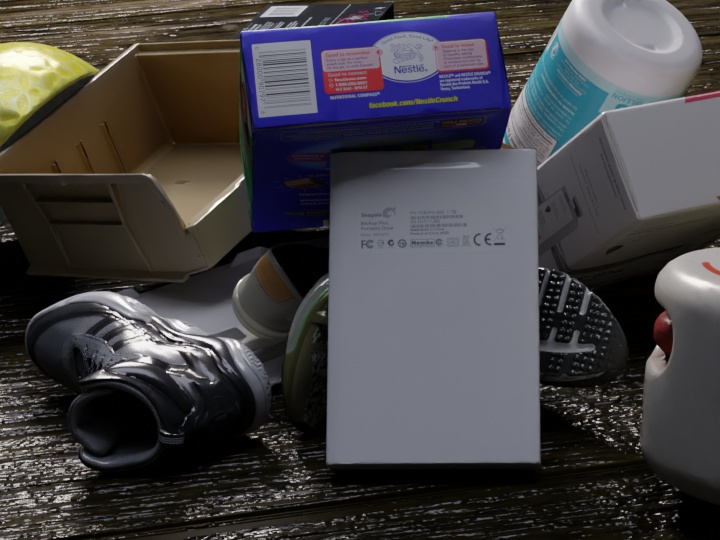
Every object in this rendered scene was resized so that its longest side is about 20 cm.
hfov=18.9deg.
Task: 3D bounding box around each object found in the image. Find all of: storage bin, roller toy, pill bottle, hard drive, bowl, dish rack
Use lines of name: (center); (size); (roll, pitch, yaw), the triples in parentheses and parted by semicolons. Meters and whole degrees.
storage bin: (-0.143, -0.085, 1.624); (0.198, 0.094, 0.200); (2, 34, 39)
roller toy: (0.255, 0.068, 1.264); (0.182, 0.140, 0.200); (-5, 15, -38)
pill bottle: (0.177, -0.119, 1.691); (0.110, 0.200, 0.111); (15, 43, -14)
hard drive: (0.046, 0.024, 1.356); (0.132, 0.201, 0.025); (-1, -15, 5)
bowl: (-0.309, -0.115, 1.723); (0.108, 0.200, 0.200); (40, 30, 5)
dish rack: (-0.088, 0.032, 1.550); (0.200, 0.044, 0.171); (-19, 25, -40)

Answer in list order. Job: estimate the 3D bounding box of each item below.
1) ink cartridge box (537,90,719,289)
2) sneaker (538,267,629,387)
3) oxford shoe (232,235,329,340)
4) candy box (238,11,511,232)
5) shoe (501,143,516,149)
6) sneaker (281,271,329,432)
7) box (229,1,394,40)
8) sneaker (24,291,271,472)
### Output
ink cartridge box: (0.201, -0.053, 1.553); (0.146, 0.083, 0.200); (-12, -13, -25)
sneaker: (0.097, 0.040, 1.440); (0.200, 0.080, 0.074); (13, 70, 39)
oxford shoe: (0.000, 0.000, 1.512); (0.200, 0.058, 0.075); (-14, 59, -40)
candy box: (0.005, -0.095, 1.451); (0.169, 0.077, 0.200); (-5, -19, -5)
shoe: (0.048, -0.086, 1.647); (0.200, 0.054, 0.070); (18, 7, 37)
sneaker: (0.025, 0.026, 1.396); (0.089, 0.200, 0.077); (31, -8, 35)
box: (-0.047, -0.170, 1.993); (0.132, 0.115, 0.200); (0, 19, 12)
sneaker: (-0.164, 0.071, 1.401); (0.200, 0.076, 0.114); (14, 23, 33)
